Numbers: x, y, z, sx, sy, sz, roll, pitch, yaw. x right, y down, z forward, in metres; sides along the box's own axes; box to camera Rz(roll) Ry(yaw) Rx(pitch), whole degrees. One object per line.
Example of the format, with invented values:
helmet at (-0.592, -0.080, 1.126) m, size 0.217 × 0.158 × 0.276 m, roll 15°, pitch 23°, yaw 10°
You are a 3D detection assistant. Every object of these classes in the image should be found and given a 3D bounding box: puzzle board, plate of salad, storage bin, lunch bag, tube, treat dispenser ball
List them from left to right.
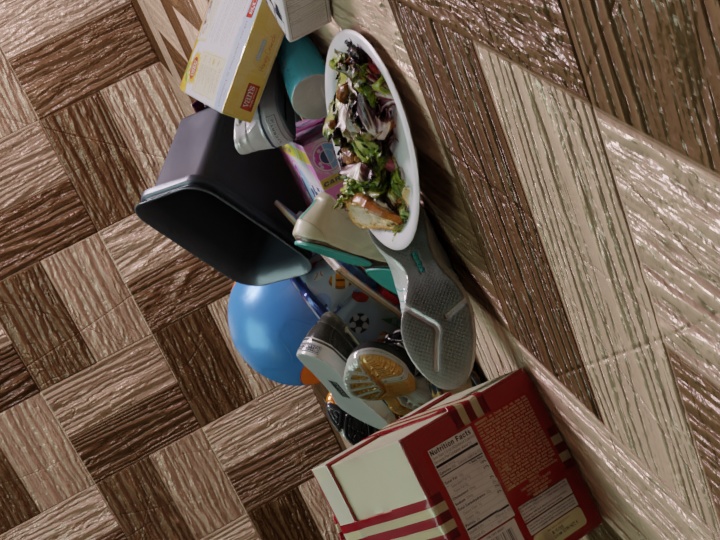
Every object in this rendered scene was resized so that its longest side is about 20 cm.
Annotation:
storage bin at (-0.148, -0.089, 1.551) m, size 0.200 × 0.145 × 0.135 m, roll 36°, pitch -127°, yaw -37°
tube at (-0.068, -0.227, 1.393) m, size 0.200 × 0.050 × 0.078 m, roll -114°, pitch 10°, yaw -50°
treat dispenser ball at (-0.083, 0.059, 1.859) m, size 0.201 × 0.200 × 0.201 m, roll 60°, pitch 172°, yaw 15°
puzzle board at (0.000, 0.000, 1.508) m, size 0.200 × 0.017 × 0.151 m, roll 37°, pitch -173°, yaw -45°
plate of salad at (0.000, -0.112, 1.194) m, size 0.200 × 0.048 × 0.201 m, roll 164°, pitch 90°, yaw -73°
lunch bag at (0.002, 0.058, 1.616) m, size 0.200 × 0.076 × 0.160 m, roll 47°, pitch 178°, yaw -21°

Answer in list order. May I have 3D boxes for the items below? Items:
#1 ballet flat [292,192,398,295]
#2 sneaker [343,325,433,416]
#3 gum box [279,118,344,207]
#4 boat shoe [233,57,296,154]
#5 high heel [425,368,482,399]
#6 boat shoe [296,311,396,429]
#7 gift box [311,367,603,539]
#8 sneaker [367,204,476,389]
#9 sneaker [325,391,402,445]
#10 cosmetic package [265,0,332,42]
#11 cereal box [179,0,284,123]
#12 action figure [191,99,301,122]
ballet flat at (0.018, -0.024, 1.346) m, size 0.200 × 0.070 × 0.070 m, roll 26°, pitch -160°, yaw -41°
sneaker at (0.035, 0.098, 1.456) m, size 0.200 × 0.075 × 0.088 m, roll 40°, pitch -135°, yaw -62°
gum box at (-0.030, -0.107, 1.454) m, size 0.114 × 0.066 × 0.200 m, roll 64°, pitch 172°, yaw -16°
boat shoe at (-0.109, -0.196, 1.450) m, size 0.200 × 0.067 × 0.074 m, roll -90°, pitch -24°, yaw -56°
high heel at (0.115, 0.153, 1.368) m, size 0.143 × 0.071 × 0.200 m, roll 64°, pitch 178°, yaw -21°
boat shoe at (-0.001, 0.117, 1.512) m, size 0.070 × 0.064 × 0.200 m, roll 15°, pitch 156°, yaw 33°
gift box at (0.081, 0.222, 1.223) m, size 0.187 × 0.184 × 0.201 m, roll -29°, pitch 82°, yaw 57°
sneaker at (0.068, 0.021, 1.263) m, size 0.080 × 0.070 × 0.201 m, roll 44°, pitch -154°, yaw -62°
sneaker at (0.050, 0.193, 1.634) m, size 0.199 × 0.076 × 0.092 m, roll 24°, pitch 179°, yaw 1°
cosmetic package at (-0.095, -0.316, 1.243) m, size 0.200 × 0.050 × 0.083 m, roll 60°, pitch 171°, yaw 18°
cereal box at (-0.131, -0.239, 1.412) m, size 0.039 × 0.144 × 0.200 m, roll 18°, pitch -172°, yaw -24°
action figure at (-0.144, -0.211, 1.635) m, size 0.200 × 0.133 × 0.150 m, roll 47°, pitch -150°, yaw -79°
